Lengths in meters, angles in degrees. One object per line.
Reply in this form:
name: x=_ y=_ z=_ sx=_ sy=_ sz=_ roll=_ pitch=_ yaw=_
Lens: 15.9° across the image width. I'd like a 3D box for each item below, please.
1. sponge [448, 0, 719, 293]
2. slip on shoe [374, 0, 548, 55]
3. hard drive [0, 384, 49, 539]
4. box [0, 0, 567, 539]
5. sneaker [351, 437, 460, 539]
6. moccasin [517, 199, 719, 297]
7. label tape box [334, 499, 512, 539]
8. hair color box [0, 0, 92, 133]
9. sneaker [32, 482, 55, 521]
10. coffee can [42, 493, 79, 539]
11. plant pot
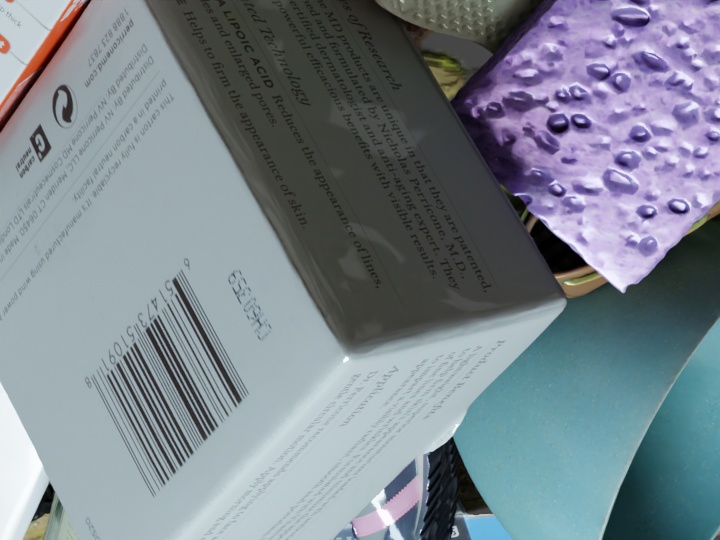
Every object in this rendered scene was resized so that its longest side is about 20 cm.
sponge: x=0.137 y=-0.097 z=1.067 sx=0.111 sy=0.030 sz=0.200 roll=40 pitch=109 yaw=-11
slip on shoe: x=0.070 y=-0.122 z=1.113 sx=0.199 sy=0.061 sz=0.074 roll=19 pitch=117 yaw=-41
hard drive: x=-0.217 y=0.073 z=1.324 sx=0.131 sy=0.027 sz=0.201 roll=23 pitch=113 yaw=-9
box: x=-0.053 y=-0.002 z=1.082 sx=0.130 sy=0.201 sz=0.199 roll=-10 pitch=153 yaw=-44
sneaker: x=0.007 y=0.097 z=1.363 sx=0.082 sy=0.070 sz=0.201 roll=9 pitch=115 yaw=19
moccasin: x=0.148 y=-0.061 z=1.130 sx=0.201 sy=0.074 sz=0.078 roll=-32 pitch=178 yaw=11
label tape box: x=0.016 y=0.160 z=1.485 sx=0.199 sy=0.064 sz=0.145 roll=-6 pitch=142 yaw=11
hair color box: x=-0.165 y=-0.130 z=1.071 sx=0.111 sy=0.064 sz=0.200 roll=44 pitch=137 yaw=0
sneaker: x=-0.173 y=0.110 z=1.410 sx=0.199 sy=0.088 sz=0.076 roll=10 pitch=142 yaw=-11
coffee can: x=-0.092 y=0.143 z=1.325 sx=0.146 sy=0.147 sz=0.201 roll=10 pitch=130 yaw=-10
plant pot: x=0.116 y=0.052 z=1.256 sx=0.134 sy=0.200 sz=0.201 roll=29 pitch=152 yaw=25
